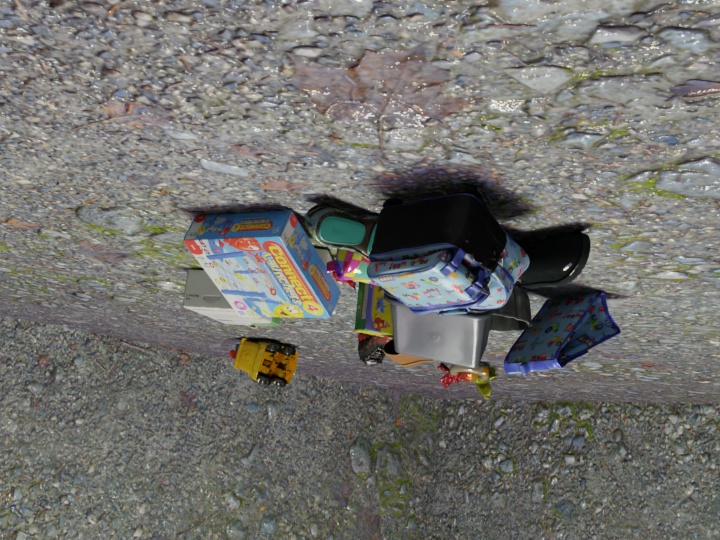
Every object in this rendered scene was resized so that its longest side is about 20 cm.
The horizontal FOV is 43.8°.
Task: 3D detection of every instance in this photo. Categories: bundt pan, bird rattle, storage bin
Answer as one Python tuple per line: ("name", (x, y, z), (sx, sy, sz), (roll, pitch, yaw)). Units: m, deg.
("bundt pan", (0.233, 0.063, 1.717), (0.198, 0.077, 0.202), (5, 167, 1))
("bird rattle", (0.345, 0.327, 2.887), (0.197, 0.114, 0.164), (18, 157, 9))
("storage bin", (0.145, 0.078, 1.576), (0.196, 0.137, 0.146), (10, -148, 18))

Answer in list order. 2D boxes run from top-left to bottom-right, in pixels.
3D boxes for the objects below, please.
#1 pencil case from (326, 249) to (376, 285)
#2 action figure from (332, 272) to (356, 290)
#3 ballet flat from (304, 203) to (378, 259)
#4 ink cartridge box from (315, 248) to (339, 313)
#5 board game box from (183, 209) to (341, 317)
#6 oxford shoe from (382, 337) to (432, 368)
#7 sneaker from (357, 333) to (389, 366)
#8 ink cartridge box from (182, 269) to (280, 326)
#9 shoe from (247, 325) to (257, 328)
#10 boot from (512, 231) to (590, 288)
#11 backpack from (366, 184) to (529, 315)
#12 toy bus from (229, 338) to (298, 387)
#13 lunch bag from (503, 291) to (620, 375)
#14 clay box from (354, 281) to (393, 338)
("pencil case", (0.049, -0.012, 1.462), (0.197, 0.090, 0.088), (11, 167, -23))
("action figure", (0.000, 0.000, 1.600), (0.065, 0.052, 0.199), (-28, -175, -26))
("ballet flat", (-0.002, -0.059, 1.359), (0.198, 0.076, 0.074), (19, 162, -39))
("ink cartridge box", (-0.121, 0.018, 1.680), (0.143, 0.086, 0.200), (6, 168, 6))
("board game box", (-0.159, -0.006, 1.469), (0.193, 0.056, 0.201), (-1, 138, 31))
("oxford shoe", (0.122, 0.132, 1.684), (0.071, 0.072, 0.199), (25, 140, -36))
("sneaker", (0.046, 0.207, 2.413), (0.070, 0.100, 0.200), (13, 165, -21))
("ink cartridge box", (-0.276, 0.062, 1.957), (0.142, 0.086, 0.200), (2, 167, 20))
("shoe", (-0.314, 0.100, 2.218), (0.069, 0.054, 0.199), (-2, 165, 34))
("boot", (0.228, -0.028, 1.345), (0.160, 0.075, 0.198), (17, 163, -17))
("backpack", (0.128, -0.007, 1.234), (0.180, 0.137, 0.199), (-6, 147, 42))
("toy bus", (-0.329, 0.292, 2.947), (0.189, 0.138, 0.199), (14, 176, 34))
("lunch bag", (0.366, 0.133, 1.693), (0.199, 0.095, 0.150), (-34, -170, -32))
("clay box", (0.086, 0.079, 1.777), (0.197, 0.117, 0.047), (12, 166, -29))
